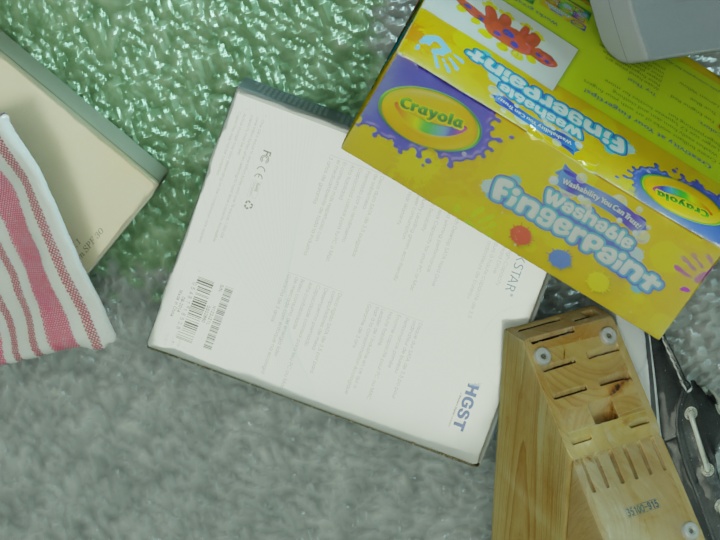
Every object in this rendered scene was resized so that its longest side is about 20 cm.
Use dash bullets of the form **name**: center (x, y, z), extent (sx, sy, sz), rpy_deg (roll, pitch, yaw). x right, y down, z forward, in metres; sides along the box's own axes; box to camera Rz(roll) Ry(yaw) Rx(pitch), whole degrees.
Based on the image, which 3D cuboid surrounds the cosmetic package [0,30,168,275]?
- **cosmetic package**: center (-0.215, -0.077, 1.681), extent (0.200, 0.073, 0.104), rpy_deg (39, 97, -5)

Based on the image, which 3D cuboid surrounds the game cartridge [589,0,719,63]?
- **game cartridge**: center (0.171, -0.217, 1.635), extent (0.133, 0.041, 0.201), rpy_deg (-9, 99, -36)

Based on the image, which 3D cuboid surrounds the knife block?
- **knife block**: center (0.110, 0.143, 1.683), extent (0.064, 0.176, 0.201), rpy_deg (-14, 75, -31)

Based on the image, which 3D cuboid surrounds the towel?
- **towel**: center (-0.241, -0.003, 1.653), extent (0.199, 0.030, 0.147), rpy_deg (-12, 117, 31)

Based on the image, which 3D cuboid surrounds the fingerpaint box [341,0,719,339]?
- **fingerpaint box**: center (0.107, -0.077, 1.622), extent (0.199, 0.167, 0.074), rpy_deg (30, 124, -3)

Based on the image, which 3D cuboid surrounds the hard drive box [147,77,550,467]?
- **hard drive box**: center (0.000, 0.000, 1.684), extent (0.199, 0.077, 0.157), rpy_deg (21, 98, -1)

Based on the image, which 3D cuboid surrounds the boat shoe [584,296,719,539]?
- **boat shoe**: center (0.175, 0.090, 1.696), extent (0.067, 0.072, 0.201), rpy_deg (-12, 90, -12)
